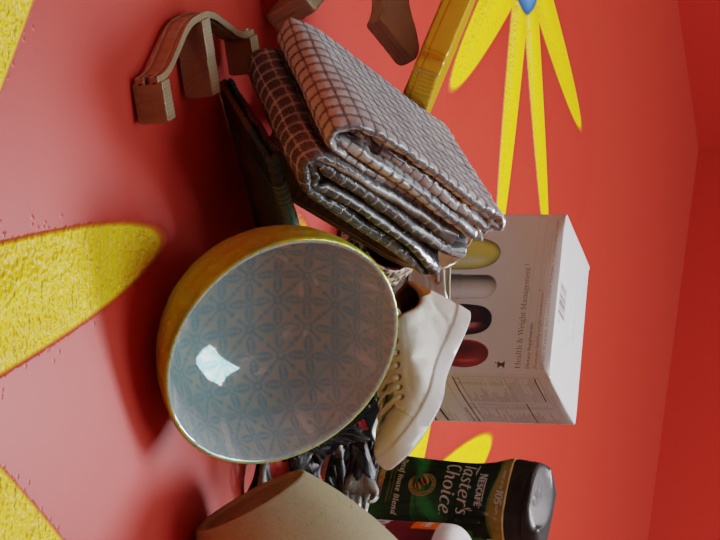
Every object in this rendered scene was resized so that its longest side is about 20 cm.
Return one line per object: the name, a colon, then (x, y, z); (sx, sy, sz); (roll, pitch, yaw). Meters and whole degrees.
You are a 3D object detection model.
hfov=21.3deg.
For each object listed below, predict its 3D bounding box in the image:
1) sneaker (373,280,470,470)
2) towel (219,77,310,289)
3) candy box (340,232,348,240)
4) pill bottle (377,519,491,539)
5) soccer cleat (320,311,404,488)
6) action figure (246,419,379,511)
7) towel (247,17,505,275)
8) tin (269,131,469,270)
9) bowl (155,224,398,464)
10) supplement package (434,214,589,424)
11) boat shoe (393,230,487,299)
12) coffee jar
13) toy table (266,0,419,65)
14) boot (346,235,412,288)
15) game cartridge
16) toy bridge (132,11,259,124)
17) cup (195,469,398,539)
sneaker: (0.032, 0.090, 1.701); (0.073, 0.085, 0.200); (-47, -165, 42)
towel: (-0.070, -0.048, 1.606); (0.147, 0.022, 0.200); (-124, -163, -52)
candy box: (0.015, 0.011, 1.938); (0.115, 0.055, 0.200); (62, 33, -56)
pill bottle: (0.040, 0.291, 1.791); (0.113, 0.200, 0.113); (1, 90, -73)
soccer cleat: (0.000, 0.120, 1.814); (0.073, 0.068, 0.200); (-123, -136, -62)
action figure: (-0.039, 0.178, 1.686); (0.200, 0.119, 0.102); (51, 37, -71)
towel: (0.007, -0.098, 1.563); (0.200, 0.086, 0.166); (32, 20, -37)
tin: (0.008, -0.073, 1.674); (0.042, 0.200, 0.112); (-62, 175, 32)
bowl: (-0.082, 0.041, 1.515); (0.108, 0.200, 0.200); (45, -26, 50)
supplement package: (0.131, 0.053, 2.066); (0.147, 0.200, 0.192); (56, 38, -60)
boat shoe: (0.089, -0.042, 1.936); (0.075, 0.086, 0.202); (70, 26, -47)
coffee jar: (0.100, 0.245, 1.976); (0.085, 0.200, 0.104); (74, 24, -43)
toy table: (0.003, -0.281, 1.691); (0.184, 0.200, 0.117); (41, 45, -11)
boot: (0.000, 0.000, 1.747); (0.151, 0.073, 0.200); (-48, 179, 33)
game cartridge: (0.068, -0.197, 1.720); (0.200, 0.032, 0.176); (107, 4, -61)
toy bridge: (-0.129, -0.172, 1.523); (0.200, 0.027, 0.067); (-43, 128, -63)
cup: (-0.056, 0.249, 1.556); (0.143, 0.200, 0.200); (62, 23, -5)
